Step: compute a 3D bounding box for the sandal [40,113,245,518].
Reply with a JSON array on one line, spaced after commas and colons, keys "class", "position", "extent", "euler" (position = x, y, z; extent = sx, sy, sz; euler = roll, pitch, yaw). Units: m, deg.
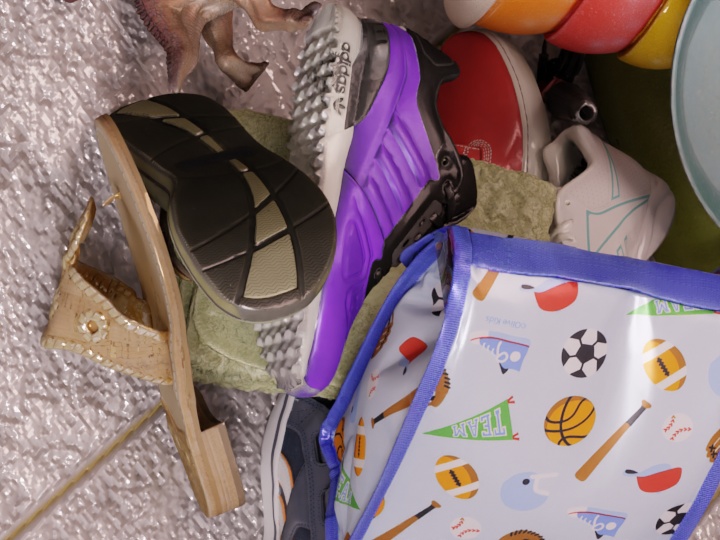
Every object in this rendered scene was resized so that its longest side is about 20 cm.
[{"class": "sandal", "position": [-0.120, 0.034, 1.445], "extent": [0.070, 0.078, 0.212], "euler": [-21, 111, -11]}]

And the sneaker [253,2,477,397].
[{"class": "sneaker", "position": [0.010, -0.029, 1.490], "extent": [0.099, 0.070, 0.200], "euler": [14, 79, -20]}]

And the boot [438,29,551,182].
[{"class": "boot", "position": [0.029, -0.047, 1.616], "extent": [0.144, 0.072, 0.200], "euler": [13, 71, -38]}]

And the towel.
[{"class": "towel", "position": [0.000, 0.000, 1.535], "extent": [0.200, 0.036, 0.148], "euler": [9, 76, -9]}]

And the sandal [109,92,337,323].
[{"class": "sandal", "position": [-0.067, -0.026, 1.450], "extent": [0.080, 0.201, 0.057], "euler": [-9, 120, -19]}]

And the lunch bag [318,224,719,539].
[{"class": "lunch bag", "position": [0.088, 0.063, 1.429], "extent": [0.170, 0.200, 0.124], "euler": [10, 44, -16]}]

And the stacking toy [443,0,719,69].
[{"class": "stacking toy", "position": [0.159, -0.161, 1.648], "extent": [0.200, 0.146, 0.146], "euler": [28, 57, -11]}]

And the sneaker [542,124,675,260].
[{"class": "sneaker", "position": [0.115, 0.004, 1.588], "extent": [0.080, 0.070, 0.200], "euler": [42, 38, -27]}]

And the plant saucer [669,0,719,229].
[{"class": "plant saucer", "position": [0.244, -0.099, 1.622], "extent": [0.200, 0.036, 0.200], "euler": [-2, 95, -28]}]

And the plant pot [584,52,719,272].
[{"class": "plant pot", "position": [0.215, -0.108, 1.757], "extent": [0.187, 0.187, 0.200], "euler": [-30, 87, -45]}]

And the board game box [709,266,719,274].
[{"class": "board game box", "position": [0.144, 0.058, 1.606], "extent": [0.039, 0.200, 0.158], "euler": [42, 35, -22]}]

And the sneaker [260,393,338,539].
[{"class": "sneaker", "position": [-0.008, 0.134, 1.519], "extent": [0.078, 0.079, 0.200], "euler": [29, 58, -35]}]

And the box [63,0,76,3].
[{"class": "box", "position": [-0.126, -0.246, 1.493], "extent": [0.075, 0.100, 0.200], "euler": [28, 60, -36]}]

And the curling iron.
[{"class": "curling iron", "position": [0.115, -0.106, 1.664], "extent": [0.200, 0.026, 0.050], "euler": [-85, -174, -76]}]

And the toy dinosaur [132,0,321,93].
[{"class": "toy dinosaur", "position": [-0.075, -0.181, 1.537], "extent": [0.136, 0.086, 0.200], "euler": [37, 71, -8]}]
